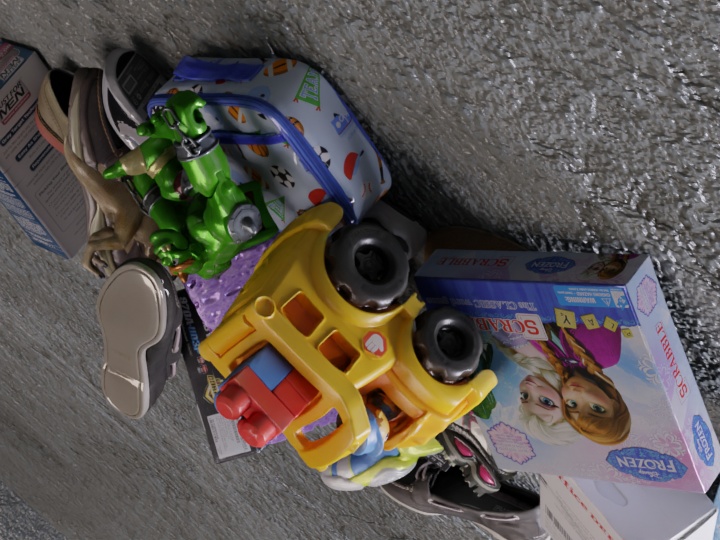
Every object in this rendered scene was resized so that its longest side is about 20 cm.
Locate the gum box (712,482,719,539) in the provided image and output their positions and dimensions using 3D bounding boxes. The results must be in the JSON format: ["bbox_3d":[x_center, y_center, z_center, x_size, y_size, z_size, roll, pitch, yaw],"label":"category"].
[{"bbox_3d":[0.369,0.230,1.597,0.170,0.045,0.200,30,160,16],"label":"gum box"}]

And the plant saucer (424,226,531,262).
[{"bbox_3d":[0.127,0.043,1.588,0.200,0.035,0.200,31,159,13],"label":"plant saucer"}]

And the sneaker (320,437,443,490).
[{"bbox_3d":[0.043,0.122,1.746,0.076,0.199,0.105,-71,-42,-73],"label":"sneaker"}]

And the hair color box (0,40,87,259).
[{"bbox_3d":[-0.310,-0.113,1.848,0.060,0.100,0.200,21,154,38],"label":"hair color box"}]

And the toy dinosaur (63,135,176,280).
[{"bbox_3d":[-0.200,-0.044,1.667,0.200,0.101,0.058,31,-173,-32],"label":"toy dinosaur"}]

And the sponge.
[{"bbox_3d":[-0.067,0.054,1.672,0.030,0.111,0.200,-104,-8,-56],"label":"sponge"}]

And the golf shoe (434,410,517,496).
[{"bbox_3d":[0.074,0.098,1.666,0.200,0.088,0.077,47,-174,-17],"label":"golf shoe"}]

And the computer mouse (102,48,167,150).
[{"bbox_3d":[-0.159,-0.103,1.657,0.044,0.110,0.200,-27,112,32],"label":"computer mouse"}]

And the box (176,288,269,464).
[{"bbox_3d":[-0.116,0.084,1.806,0.200,0.046,0.160,-21,-85,-80],"label":"box"}]

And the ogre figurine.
[{"bbox_3d":[-0.128,-0.060,1.502,0.120,0.098,0.200,57,140,4],"label":"ogre figurine"}]

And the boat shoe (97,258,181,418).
[{"bbox_3d":[-0.184,0.046,1.659,0.067,0.057,0.200,30,141,12],"label":"boat shoe"}]

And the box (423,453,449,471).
[{"bbox_3d":[0.027,0.103,1.862,0.200,0.044,0.160,35,159,4],"label":"box"}]

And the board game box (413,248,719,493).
[{"bbox_3d":[0.160,0.076,1.496,0.200,0.041,0.200,2,128,42],"label":"board game box"}]

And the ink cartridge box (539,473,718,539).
[{"bbox_3d":[0.227,0.212,1.669,0.146,0.084,0.200,50,166,25],"label":"ink cartridge box"}]

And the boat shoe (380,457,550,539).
[{"bbox_3d":[0.106,0.222,1.976,0.200,0.067,0.057,19,138,27],"label":"boat shoe"}]

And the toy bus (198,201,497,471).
[{"bbox_3d":[-0.023,0.081,1.475,0.200,0.192,0.136,45,141,-7],"label":"toy bus"}]

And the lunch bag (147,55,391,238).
[{"bbox_3d":[-0.080,-0.103,1.552,0.200,0.076,0.160,6,142,51],"label":"lunch bag"}]

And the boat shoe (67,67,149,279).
[{"bbox_3d":[-0.210,-0.088,1.704,0.073,0.075,0.201,-7,121,0],"label":"boat shoe"}]

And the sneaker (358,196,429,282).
[{"bbox_3d":[0.000,0.000,1.633,0.074,0.079,0.200,34,164,4],"label":"sneaker"}]

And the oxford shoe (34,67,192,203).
[{"bbox_3d":[-0.213,-0.109,1.752,0.200,0.071,0.075,32,154,7],"label":"oxford shoe"}]
